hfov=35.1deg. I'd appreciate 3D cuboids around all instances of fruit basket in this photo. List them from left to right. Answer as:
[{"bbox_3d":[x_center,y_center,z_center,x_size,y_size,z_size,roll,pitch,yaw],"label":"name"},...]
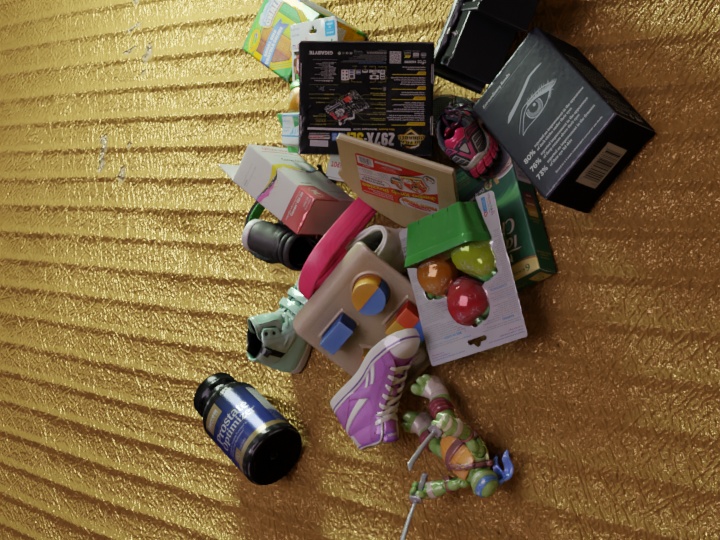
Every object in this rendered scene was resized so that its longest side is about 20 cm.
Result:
[{"bbox_3d":[-0.075,-0.278,1.738,0.185,0.092,0.204,17,116,64],"label":"fruit basket"},{"bbox_3d":[0.143,0.014,1.574,0.184,0.093,0.203,-24,81,44],"label":"fruit basket"}]

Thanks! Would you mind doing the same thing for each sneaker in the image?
[{"bbox_3d":[-0.119,0.065,1.845,0.073,0.117,0.204,22,96,46],"label":"sneaker"},{"bbox_3d":[-0.092,-0.036,1.796,0.098,0.199,0.072,26,103,30],"label":"sneaker"},{"bbox_3d":[0.000,0.000,1.743,0.200,0.115,0.074,-47,55,28],"label":"sneaker"},{"bbox_3d":[0.043,0.179,1.632,0.201,0.072,0.115,-55,54,35],"label":"sneaker"},{"bbox_3d":[0.139,-0.212,1.648,0.081,0.074,0.201,-48,29,13],"label":"sneaker"}]

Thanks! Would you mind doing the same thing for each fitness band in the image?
[{"bbox_3d":[-0.030,-0.038,1.749,0.037,0.201,0.144,35,152,7],"label":"fitness band"}]

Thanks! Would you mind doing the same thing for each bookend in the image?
[{"bbox_3d":[0.178,-0.350,1.582,0.199,0.091,0.203,-98,29,-77],"label":"bookend"}]

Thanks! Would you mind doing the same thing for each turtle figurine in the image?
[{"bbox_3d":[0.093,0.243,1.562,0.197,0.145,0.195,-25,36,-4],"label":"turtle figurine"}]

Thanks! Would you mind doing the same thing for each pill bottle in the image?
[{"bbox_3d":[-0.193,0.256,1.885,0.199,0.111,0.113,36,107,42],"label":"pill bottle"}]

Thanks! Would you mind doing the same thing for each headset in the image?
[{"bbox_3d":[-0.122,-0.099,1.898,0.199,0.094,0.125,-35,58,20],"label":"headset"}]

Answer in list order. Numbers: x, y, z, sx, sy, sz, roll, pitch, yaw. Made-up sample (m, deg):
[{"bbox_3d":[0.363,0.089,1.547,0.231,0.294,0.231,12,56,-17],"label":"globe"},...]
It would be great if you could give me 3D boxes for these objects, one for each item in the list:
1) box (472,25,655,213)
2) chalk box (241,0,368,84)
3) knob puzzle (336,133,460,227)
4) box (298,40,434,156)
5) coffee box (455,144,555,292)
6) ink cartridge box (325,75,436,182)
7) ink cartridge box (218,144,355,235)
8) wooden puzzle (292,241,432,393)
[{"bbox_3d":[0.268,-0.202,1.523,0.149,0.103,0.201,-51,51,25],"label":"box"},{"bbox_3d":[-0.107,-0.393,1.922,0.200,0.123,0.126,39,108,42],"label":"chalk box"},{"bbox_3d":[0.061,-0.123,1.637,0.217,0.219,0.031,1,58,45],"label":"knob puzzle"},{"bbox_3d":[0.008,-0.248,1.635,0.049,0.196,0.163,-92,2,-78],"label":"box"},{"bbox_3d":[0.197,-0.066,1.609,0.122,0.044,0.203,-28,63,38],"label":"coffee box"},{"bbox_3d":[0.031,-0.227,1.758,0.145,0.083,0.204,20,97,61],"label":"ink cartridge box"},{"bbox_3d":[-0.117,-0.137,1.784,0.199,0.116,0.068,39,111,27],"label":"ink cartridge box"},{"bbox_3d":[0.018,0.086,1.681,0.199,0.046,0.186,40,116,-4],"label":"wooden puzzle"}]
